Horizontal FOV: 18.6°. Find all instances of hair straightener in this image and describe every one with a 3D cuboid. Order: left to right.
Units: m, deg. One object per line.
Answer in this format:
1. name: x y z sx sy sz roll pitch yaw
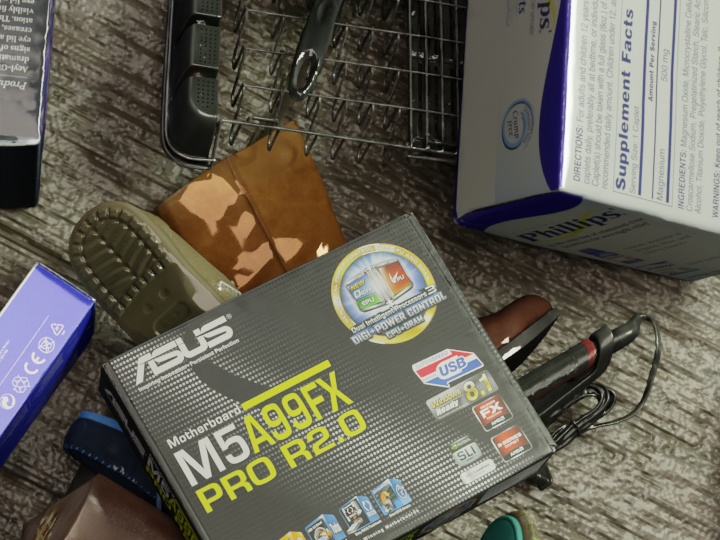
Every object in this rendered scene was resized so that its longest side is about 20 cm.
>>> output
1. hair straightener: 0.102 0.092 1.328 0.200 0.041 0.077 -34 128 -10

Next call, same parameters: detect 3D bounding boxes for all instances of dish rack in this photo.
1. dish rack: -0.018 -0.129 1.340 0.199 0.055 0.154 7 62 -12

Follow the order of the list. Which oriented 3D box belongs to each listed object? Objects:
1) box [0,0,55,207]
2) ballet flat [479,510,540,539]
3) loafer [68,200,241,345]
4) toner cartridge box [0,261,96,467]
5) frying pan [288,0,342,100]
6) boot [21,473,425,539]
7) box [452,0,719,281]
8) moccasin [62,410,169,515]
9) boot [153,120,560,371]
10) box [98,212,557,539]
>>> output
1. box: -0.230 -0.150 1.280 0.104 0.148 0.201 4 78 -8
2. ballet flat: 0.084 0.244 1.287 0.071 0.071 0.200 16 75 -5
3. loafer: -0.087 0.040 1.273 0.076 0.067 0.200 -34 92 18
4. toner cartridge box: -0.224 0.096 1.253 0.043 0.095 0.200 34 74 0
5. frying pan: 0.002 -0.187 1.327 0.115 0.031 0.190 -2 72 -13
6. boot: -0.077 0.147 1.214 0.200 0.064 0.187 27 83 -10
7. box: 0.166 -0.105 1.315 0.200 0.105 0.184 13 74 -33
8. moccasin: -0.091 0.155 1.268 0.200 0.080 0.068 33 79 1
9. boot: 0.000 0.000 1.337 0.188 0.068 0.200 -28 76 -6
10. box: -0.018 0.081 1.197 0.200 0.044 0.160 -26 75 -19
